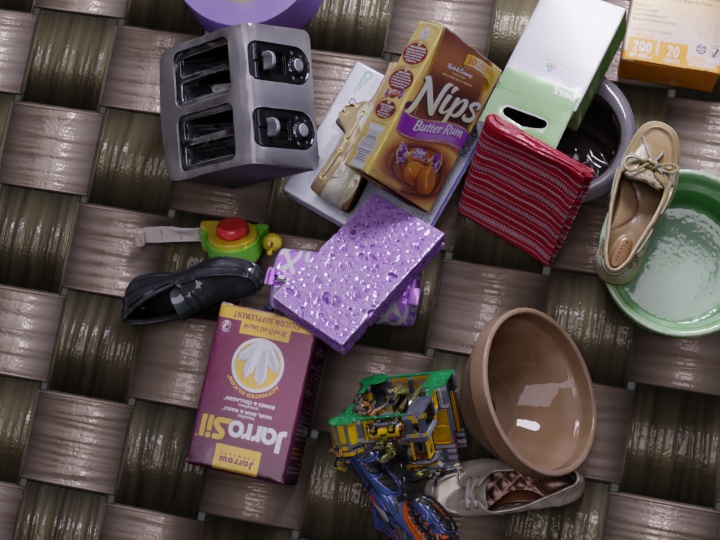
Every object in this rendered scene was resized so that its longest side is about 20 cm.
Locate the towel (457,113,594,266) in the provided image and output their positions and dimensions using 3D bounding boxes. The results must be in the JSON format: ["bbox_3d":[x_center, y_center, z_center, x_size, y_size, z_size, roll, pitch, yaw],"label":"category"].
[{"bbox_3d":[0.193,-0.093,1.571,0.144,0.201,0.023,32,59,12],"label":"towel"}]

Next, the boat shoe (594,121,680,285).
[{"bbox_3d":[0.325,-0.082,1.514,0.073,0.063,0.202,15,82,11],"label":"boat shoe"}]

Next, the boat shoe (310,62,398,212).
[{"bbox_3d":[-0.001,-0.176,1.629,0.066,0.074,0.201,24,83,6],"label":"boat shoe"}]

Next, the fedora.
[{"bbox_3d":[0.249,-0.163,1.626,0.199,0.090,0.178,30,83,19],"label":"fedora"}]

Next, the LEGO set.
[{"bbox_3d":[0.050,0.202,1.543,0.152,0.200,0.117,-9,103,11],"label":"LEGO set"}]

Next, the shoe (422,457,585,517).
[{"bbox_3d":[0.172,0.259,1.576,0.198,0.053,0.071,-6,78,6],"label":"shoe"}]

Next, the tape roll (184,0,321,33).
[{"bbox_3d":[-0.147,-0.405,1.730,0.198,0.085,0.202,-1,79,7],"label":"tape roll"}]

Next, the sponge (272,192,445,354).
[{"bbox_3d":[0.000,0.000,1.578,0.111,0.030,0.200,33,64,23],"label":"sponge"}]

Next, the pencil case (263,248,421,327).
[{"bbox_3d":[-0.020,0.020,1.632,0.198,0.086,0.085,6,79,8],"label":"pencil case"}]

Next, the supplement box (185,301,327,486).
[{"bbox_3d":[-0.125,0.154,1.612,0.130,0.103,0.202,10,81,8],"label":"supplement box"}]

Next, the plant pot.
[{"bbox_3d":[0.185,0.153,1.555,0.092,0.200,0.203,-25,73,45],"label":"plant pot"}]

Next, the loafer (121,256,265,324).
[{"bbox_3d":[-0.212,0.032,1.640,0.199,0.068,0.071,-11,42,23],"label":"loafer"}]

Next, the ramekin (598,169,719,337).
[{"bbox_3d":[0.386,-0.013,1.576,0.198,0.098,0.202,-1,79,8],"label":"ramekin"}]

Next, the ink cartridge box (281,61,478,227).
[{"bbox_3d":[0.032,-0.137,1.677,0.199,0.041,0.201,30,84,12],"label":"ink cartridge box"}]

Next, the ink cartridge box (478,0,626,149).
[{"bbox_3d":[0.233,-0.236,1.569,0.103,0.059,0.201,24,77,17],"label":"ink cartridge box"}]

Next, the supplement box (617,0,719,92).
[{"bbox_3d":[0.404,-0.340,1.648,0.125,0.074,0.202,10,81,9],"label":"supplement box"}]

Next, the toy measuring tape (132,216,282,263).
[{"bbox_3d":[-0.199,-0.031,1.670,0.198,0.074,0.074,0,79,5],"label":"toy measuring tape"}]

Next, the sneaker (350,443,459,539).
[{"bbox_3d":[0.033,0.277,1.582,0.201,0.075,0.079,55,131,27],"label":"sneaker"}]

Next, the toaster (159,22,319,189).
[{"bbox_3d":[-0.158,-0.204,1.644,0.199,0.118,0.183,-8,83,40],"label":"toaster"}]

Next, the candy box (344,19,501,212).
[{"bbox_3d":[0.077,-0.187,1.589,0.056,0.116,0.201,25,88,51],"label":"candy box"}]
